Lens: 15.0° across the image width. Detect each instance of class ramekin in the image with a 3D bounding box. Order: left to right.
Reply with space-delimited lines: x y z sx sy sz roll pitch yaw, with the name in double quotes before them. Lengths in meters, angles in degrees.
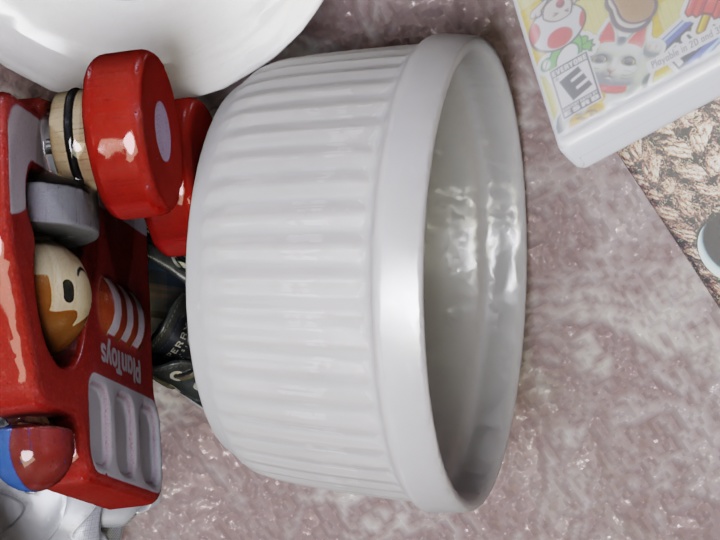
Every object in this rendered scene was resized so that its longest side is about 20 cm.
"ramekin" 0.000 0.000 1.152 0.105 0.200 0.201 1 112 15

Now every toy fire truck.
"toy fire truck" -0.120 0.008 1.107 0.112 0.200 0.169 -7 79 9

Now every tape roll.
"tape roll" -0.097 -0.175 1.160 0.202 0.071 0.203 2 112 6

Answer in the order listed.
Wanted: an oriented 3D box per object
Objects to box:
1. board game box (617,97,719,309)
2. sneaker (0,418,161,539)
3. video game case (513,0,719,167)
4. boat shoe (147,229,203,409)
"board game box" 0.201 -0.062 1.152 0.159 0.097 0.200 -32 104 17
"sneaker" -0.186 0.133 1.287 0.115 0.075 0.200 40 107 -6
"video game case" 0.146 -0.158 1.085 0.200 0.182 0.023 -28 141 19
"boat shoe" -0.084 0.025 1.242 0.200 0.057 0.069 34 111 -6
